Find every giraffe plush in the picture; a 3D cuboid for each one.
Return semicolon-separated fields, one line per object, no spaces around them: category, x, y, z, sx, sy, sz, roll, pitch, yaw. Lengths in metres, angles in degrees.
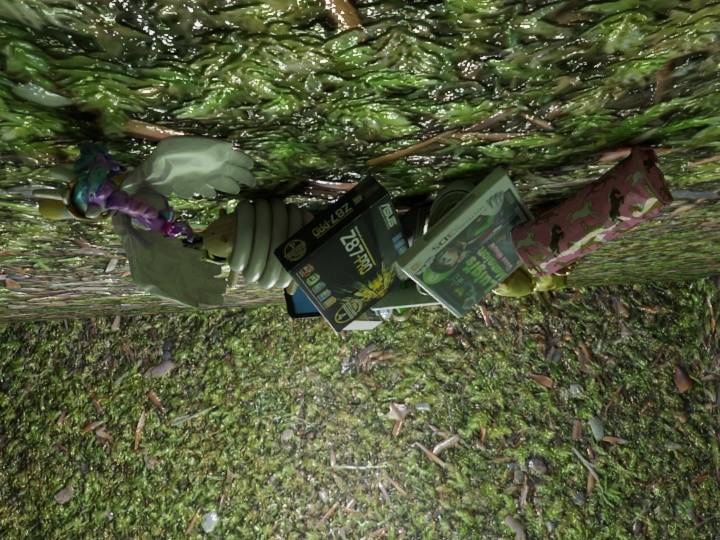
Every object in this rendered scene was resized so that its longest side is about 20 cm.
giraffe plush;0.314;-0.038;0.977;0.172;0.200;0.163;-34;163;-30

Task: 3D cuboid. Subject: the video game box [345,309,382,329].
video game box;-0.033;0.056;1.386;0.047;0.184;0.199;-35;164;15

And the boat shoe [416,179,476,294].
boat shoe;0.126;-0.041;0.823;0.071;0.063;0.202;13;139;2

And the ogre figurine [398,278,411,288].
ogre figurine;0.096;-0.011;1.214;0.118;0.099;0.200;-9;-154;42

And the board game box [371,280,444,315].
board game box;0.137;0.018;1.264;0.197;0.026;0.201;-8;-144;26

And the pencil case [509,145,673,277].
pencil case;0.288;-0.069;0.715;0.082;0.088;0.199;-3;156;-44

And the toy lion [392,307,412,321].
toy lion;0.095;0.019;1.366;0.198;0.069;0.192;-33;-140;-11

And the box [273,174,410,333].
box;-0.011;-0.013;0.776;0.160;0.049;0.201;-39;147;-6

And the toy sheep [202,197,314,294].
toy sheep;-0.121;-0.036;0.794;0.196;0.141;0.137;5;170;-23

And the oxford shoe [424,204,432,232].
oxford shoe;0.144;-0.069;0.894;0.070;0.075;0.199;1;172;-31

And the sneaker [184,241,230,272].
sneaker;-0.302;-0.028;1.058;0.196;0.077;0.077;-14;167;-8

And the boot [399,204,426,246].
boot;-0.004;-0.062;0.908;0.196;0.074;0.183;15;150;-4

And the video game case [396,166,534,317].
video game case;0.165;-0.028;0.799;0.181;0.023;0.199;-42;141;10

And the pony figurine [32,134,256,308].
pony figurine;-0.223;-0.061;0.568;0.190;0.170;0.199;10;-178;-32

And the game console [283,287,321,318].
game console;-0.106;0.025;1.231;0.196;0.121;0.170;-7;161;21
